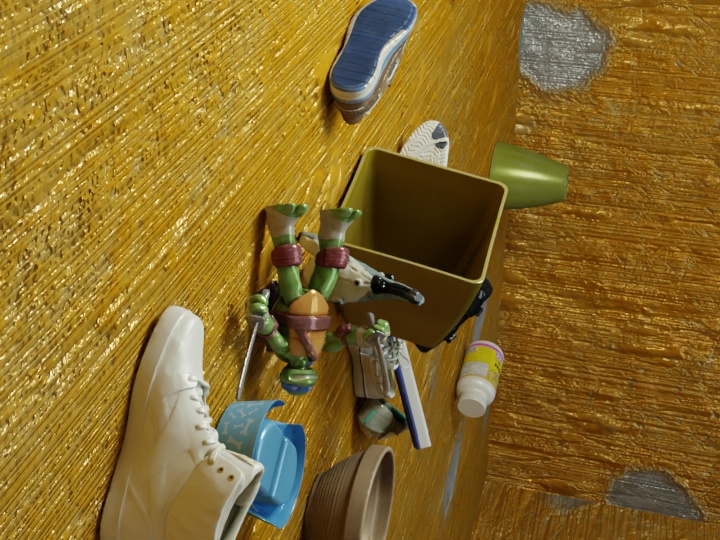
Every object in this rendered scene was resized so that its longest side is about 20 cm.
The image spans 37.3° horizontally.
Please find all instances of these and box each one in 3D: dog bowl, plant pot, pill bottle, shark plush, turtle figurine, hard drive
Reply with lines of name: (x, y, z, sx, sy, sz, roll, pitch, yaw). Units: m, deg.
dog bowl: (-0.105, 0.198, 1.104, 0.200, 0.049, 0.112, 69, 32, -65)
plant pot: (0.459, -0.244, 2.887, 0.187, 0.199, 0.188, 9, 90, -77)
pill bottle: (0.307, 0.285, 2.778, 0.200, 0.104, 0.105, -68, 161, -45)
plant pot: (0.068, -0.016, 1.428, 0.177, 0.199, 0.200, 100, 8, -45)
plant pot: (-0.019, 0.332, 1.455, 0.201, 0.092, 0.202, 9, 90, -77)
shark plush: (0.000, 0.000, 1.176, 0.083, 0.200, 0.091, 2, 87, -37)
turtle figurine: (-0.040, 0.032, 1.064, 0.200, 0.143, 0.195, 42, 49, -87)
hard drive: (0.072, 0.178, 1.674, 0.132, 0.025, 0.201, 85, -9, -83)

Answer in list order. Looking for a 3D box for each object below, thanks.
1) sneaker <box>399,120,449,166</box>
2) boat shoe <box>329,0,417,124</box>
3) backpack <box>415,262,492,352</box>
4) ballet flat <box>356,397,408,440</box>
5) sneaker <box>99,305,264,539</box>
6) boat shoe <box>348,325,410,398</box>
sneaker: (0.104, -0.144, 1.718, 0.130, 0.079, 0.200, -37, 134, -73)
boat shoe: (0.012, -0.258, 1.303, 0.073, 0.072, 0.200, 90, 25, -50)
backpack: (0.105, 0.008, 1.632, 0.163, 0.154, 0.200, -42, 157, -6)
ballet flat: (0.031, 0.241, 1.711, 0.064, 0.067, 0.200, -51, 162, -4)
sneaker: (-0.124, 0.132, 0.844, 0.074, 0.115, 0.201, 53, 45, -69)
boat shoe: (0.033, 0.121, 1.557, 0.075, 0.086, 0.203, -69, 162, -45)
